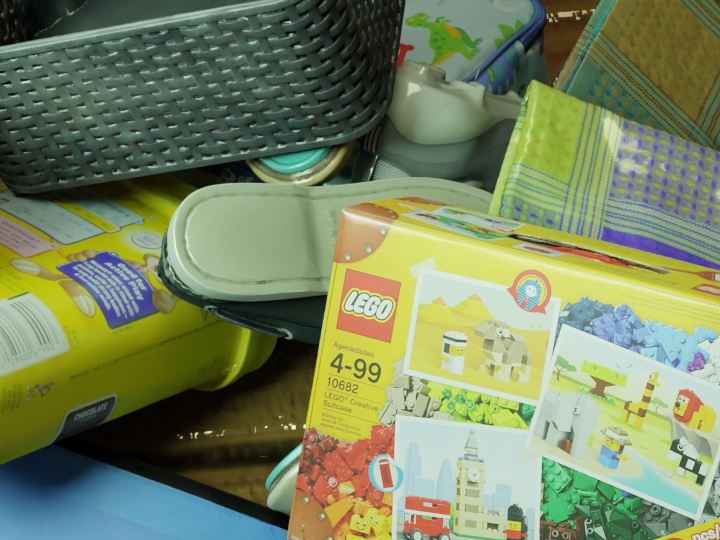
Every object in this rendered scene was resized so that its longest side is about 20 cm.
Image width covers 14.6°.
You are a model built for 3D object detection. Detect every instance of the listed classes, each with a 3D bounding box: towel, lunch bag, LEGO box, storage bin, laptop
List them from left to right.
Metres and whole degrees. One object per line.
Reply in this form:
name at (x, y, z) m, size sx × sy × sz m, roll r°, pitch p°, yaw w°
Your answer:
laptop at (-0.137, 0.114, 1.206) m, size 0.176 × 0.200 × 0.104 m, roll 18°, pitch 81°, yaw 15°
storage bin at (-0.088, -0.125, 1.299) m, size 0.199 × 0.094 × 0.136 m, roll -9°, pitch 47°, yaw 19°
lunch bag at (-0.009, -0.087, 1.456) m, size 0.160 × 0.083 × 0.200 m, roll 23°, pitch 50°, yaw 30°
LEGO box at (0.083, 0.064, 1.181) m, size 0.199 × 0.150 × 0.077 m, roll 14°, pitch 11°, yaw 23°
towel at (0.164, -0.077, 1.405) m, size 0.022 × 0.147 × 0.200 m, roll -29°, pitch 23°, yaw 44°
towel at (0.156, -0.004, 1.282) m, size 0.199 × 0.023 × 0.144 m, roll 19°, pitch 53°, yaw -2°

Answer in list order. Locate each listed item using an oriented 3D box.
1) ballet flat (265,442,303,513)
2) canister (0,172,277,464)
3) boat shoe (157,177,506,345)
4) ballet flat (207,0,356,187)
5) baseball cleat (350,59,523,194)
ballet flat at (0.047, 0.070, 1.306) m, size 0.200 × 0.070 × 0.069 m, roll -34°, pitch 51°, yaw -26°
canister at (-0.153, 0.017, 1.306) m, size 0.148 × 0.087 × 0.200 m, roll 28°, pitch 29°, yaw 29°
boat shoe at (0.000, 0.002, 1.285) m, size 0.198 × 0.066 × 0.075 m, roll 0°, pitch 72°, yaw -23°
ballet flat at (-0.035, -0.094, 1.357) m, size 0.068 × 0.063 × 0.200 m, roll -26°, pitch 44°, yaw 5°
baseball cleat at (0.060, -0.042, 1.382) m, size 0.199 × 0.107 × 0.070 m, roll 15°, pitch 8°, yaw -47°
